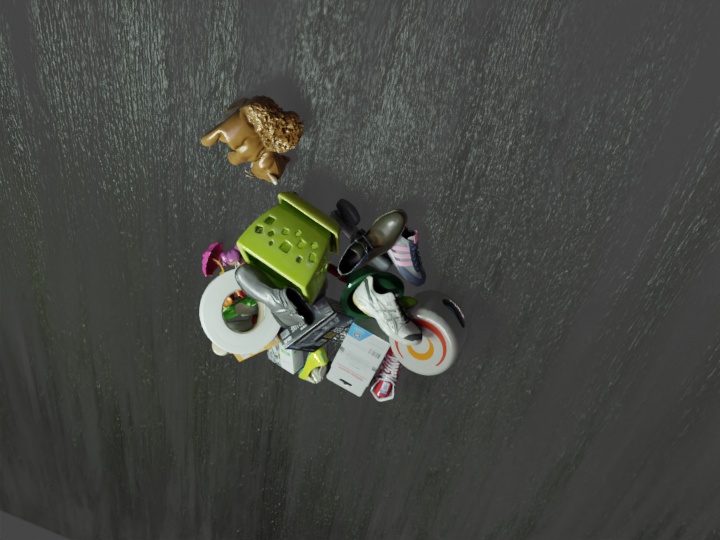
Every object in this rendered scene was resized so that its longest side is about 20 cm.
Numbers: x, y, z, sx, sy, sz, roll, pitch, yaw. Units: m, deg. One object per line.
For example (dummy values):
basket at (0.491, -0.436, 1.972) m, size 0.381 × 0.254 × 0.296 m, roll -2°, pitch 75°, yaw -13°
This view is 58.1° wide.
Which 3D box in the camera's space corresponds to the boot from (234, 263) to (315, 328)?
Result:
boot at (-0.192, 0.050, 1.493) m, size 0.200 × 0.070 × 0.131 m, roll 43°, pitch 153°, yaw -17°

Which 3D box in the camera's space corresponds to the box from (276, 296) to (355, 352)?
box at (-0.107, 0.142, 1.659) m, size 0.156 × 0.200 × 0.050 m, roll -36°, pitch 72°, yaw 8°

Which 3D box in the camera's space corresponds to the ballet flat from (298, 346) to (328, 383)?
ballet flat at (-0.130, 0.280, 1.835) m, size 0.068 × 0.066 × 0.201 m, roll 52°, pitch 150°, yaw 17°

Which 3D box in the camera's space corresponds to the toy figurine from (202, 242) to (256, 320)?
toy figurine at (-0.336, 0.005, 1.717) m, size 0.197 × 0.150 × 0.187 m, roll -28°, pitch 82°, yaw -6°

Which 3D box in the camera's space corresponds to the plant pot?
plant pot at (-0.153, -0.058, 1.531) m, size 0.197 × 0.183 × 0.200 m, roll 33°, pitch 168°, yaw 7°

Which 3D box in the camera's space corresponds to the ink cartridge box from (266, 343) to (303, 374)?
ink cartridge box at (-0.218, 0.182, 1.821) m, size 0.107 × 0.050 × 0.204 m, roll 24°, pitch 132°, yaw 31°

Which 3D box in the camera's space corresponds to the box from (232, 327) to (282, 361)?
box at (-0.241, 0.164, 1.721) m, size 0.197 × 0.120 × 0.042 m, roll -24°, pitch 109°, yaw 33°

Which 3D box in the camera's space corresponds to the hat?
hat at (0.000, 0.000, 1.658) m, size 0.197 × 0.178 × 0.166 m, roll 22°, pitch 124°, yaw -39°

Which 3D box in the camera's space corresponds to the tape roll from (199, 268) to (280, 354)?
tape roll at (-0.288, 0.099, 1.569) m, size 0.202 × 0.204 × 0.071 m, roll 42°, pitch 165°, yaw -13°

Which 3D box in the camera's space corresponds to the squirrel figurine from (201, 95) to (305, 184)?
squirrel figurine at (-0.219, -0.289, 1.463) m, size 0.197 × 0.143 × 0.188 m, roll -19°, pitch 122°, yaw 33°

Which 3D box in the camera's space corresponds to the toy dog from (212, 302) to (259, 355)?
toy dog at (-0.312, 0.127, 1.657) m, size 0.096 × 0.200 × 0.132 m, roll 45°, pitch 157°, yaw 6°

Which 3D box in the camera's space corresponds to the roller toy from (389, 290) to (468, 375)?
roller toy at (0.173, 0.154, 1.622) m, size 0.178 × 0.140 × 0.205 m, roll 12°, pitch 119°, yaw 21°

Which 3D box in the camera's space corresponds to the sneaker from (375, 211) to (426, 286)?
sneaker at (0.115, -0.051, 1.545) m, size 0.081 × 0.071 × 0.201 m, roll -22°, pitch 116°, yaw 33°

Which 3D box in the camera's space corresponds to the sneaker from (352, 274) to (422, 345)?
sneaker at (0.074, 0.091, 1.519) m, size 0.199 × 0.075 × 0.089 m, roll 38°, pitch 112°, yaw 9°

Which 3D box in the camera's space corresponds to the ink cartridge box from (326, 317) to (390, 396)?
ink cartridge box at (-0.001, 0.222, 1.716) m, size 0.114 × 0.067 × 0.203 m, roll 28°, pitch 121°, yaw 1°

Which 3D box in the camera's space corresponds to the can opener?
can opener at (0.004, -0.082, 1.555) m, size 0.200 × 0.053 × 0.066 m, roll 45°, pitch 132°, yaw 0°

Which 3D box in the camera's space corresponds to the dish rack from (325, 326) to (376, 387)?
dish rack at (-0.027, 0.233, 1.808) m, size 0.149 × 0.055 × 0.204 m, roll 11°, pitch 125°, yaw 11°

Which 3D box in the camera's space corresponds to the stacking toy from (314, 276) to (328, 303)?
stacking toy at (-0.132, 0.098, 1.743) m, size 0.083 × 0.086 × 0.203 m, roll 15°, pitch 134°, yaw 9°

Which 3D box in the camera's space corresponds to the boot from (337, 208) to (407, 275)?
boot at (0.026, -0.057, 1.478) m, size 0.075 × 0.097 × 0.200 m, roll 46°, pitch 116°, yaw -2°

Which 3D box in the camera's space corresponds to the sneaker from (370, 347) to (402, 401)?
sneaker at (0.079, 0.268, 1.753) m, size 0.070 × 0.113 × 0.203 m, roll 17°, pitch 128°, yaw 7°
